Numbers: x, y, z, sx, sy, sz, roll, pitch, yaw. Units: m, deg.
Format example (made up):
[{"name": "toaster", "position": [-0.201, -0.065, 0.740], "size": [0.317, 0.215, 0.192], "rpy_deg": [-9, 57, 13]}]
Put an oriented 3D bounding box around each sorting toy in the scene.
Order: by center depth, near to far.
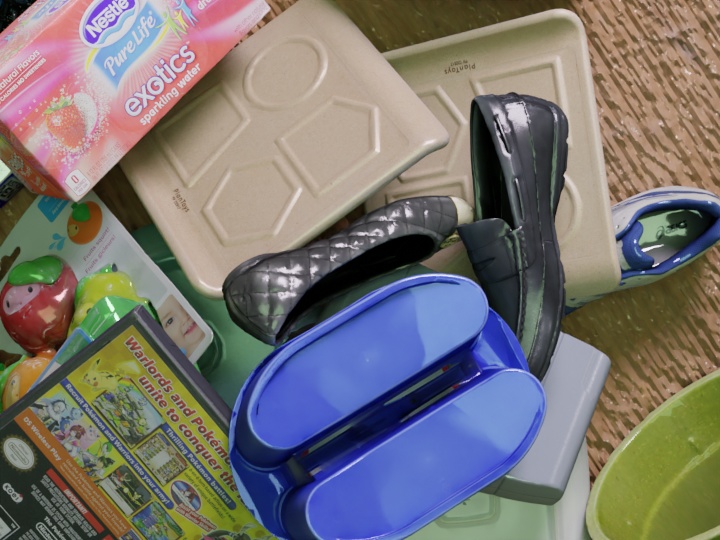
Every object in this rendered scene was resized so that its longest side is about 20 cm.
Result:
[{"name": "sorting toy", "position": [-0.061, -0.089, 0.913], "size": [0.200, 0.036, 0.185], "rpy_deg": [-34, 54, -3]}, {"name": "sorting toy", "position": [0.087, -0.071, 0.931], "size": [0.185, 0.036, 0.200], "rpy_deg": [-10, 88, 26]}]

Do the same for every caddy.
[{"name": "caddy", "position": [0.016, 0.087, 0.782], "size": [0.200, 0.105, 0.141], "rpy_deg": [-30, 84, -12]}]

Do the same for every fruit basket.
[{"name": "fruit basket", "position": [-0.212, 0.050, 0.893], "size": [0.200, 0.094, 0.185], "rpy_deg": [45, 102, 24]}]

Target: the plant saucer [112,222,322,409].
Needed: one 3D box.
[{"name": "plant saucer", "position": [-0.123, 0.058, 0.953], "size": [0.200, 0.036, 0.200], "rpy_deg": [0, 89, -2]}]

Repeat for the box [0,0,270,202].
[{"name": "box", "position": [-0.175, -0.153, 0.886], "size": [0.200, 0.095, 0.103], "rpy_deg": [-47, 118, -18]}]

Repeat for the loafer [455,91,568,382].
[{"name": "loafer", "position": [0.095, -0.019, 0.854], "size": [0.070, 0.068, 0.201], "rpy_deg": [5, 83, -22]}]

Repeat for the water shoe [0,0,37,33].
[{"name": "water shoe", "position": [-0.247, -0.207, 0.932], "size": [0.071, 0.079, 0.200], "rpy_deg": [10, 89, -1]}]

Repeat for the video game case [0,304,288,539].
[{"name": "video game case", "position": [-0.145, 0.153, 0.820], "size": [0.181, 0.026, 0.200], "rpy_deg": [-38, 98, 9]}]

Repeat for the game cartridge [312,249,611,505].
[{"name": "game cartridge", "position": [0.062, 0.074, 0.879], "size": [0.200, 0.040, 0.133], "rpy_deg": [25, 60, 4]}]

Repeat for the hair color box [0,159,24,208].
[{"name": "hair color box", "position": [-0.350, -0.042, 0.936], "size": [0.109, 0.065, 0.200], "rpy_deg": [45, 87, 0]}]

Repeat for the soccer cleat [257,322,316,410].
[{"name": "soccer cleat", "position": [-0.040, 0.137, 0.906], "size": [0.073, 0.068, 0.200], "rpy_deg": [29, 64, -42]}]

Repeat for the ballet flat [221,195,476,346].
[{"name": "ballet flat", "position": [0.000, 0.000, 0.846], "size": [0.200, 0.066, 0.057], "rpy_deg": [-23, 62, -31]}]

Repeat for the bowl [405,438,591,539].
[{"name": "bowl", "position": [0.073, 0.156, 0.937], "size": [0.200, 0.075, 0.200], "rpy_deg": [-5, 90, -2]}]

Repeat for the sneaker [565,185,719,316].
[{"name": "sneaker", "position": [0.172, -0.013, 0.935], "size": [0.200, 0.088, 0.075], "rpy_deg": [-26, 92, 0]}]

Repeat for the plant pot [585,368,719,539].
[{"name": "plant pot", "position": [0.293, 0.194, 0.899], "size": [0.200, 0.200, 0.190], "rpy_deg": [-39, 102, -2]}]
